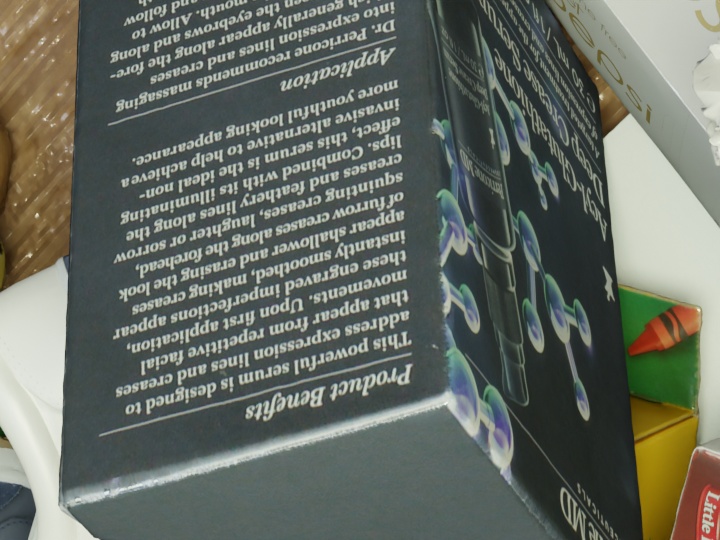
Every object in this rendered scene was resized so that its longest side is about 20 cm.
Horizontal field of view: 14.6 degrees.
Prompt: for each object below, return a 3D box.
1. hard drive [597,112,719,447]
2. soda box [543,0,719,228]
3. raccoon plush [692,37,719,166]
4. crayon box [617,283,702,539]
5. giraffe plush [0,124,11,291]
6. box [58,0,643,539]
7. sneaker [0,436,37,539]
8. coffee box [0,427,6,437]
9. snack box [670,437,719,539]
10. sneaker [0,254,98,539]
[{"bbox_3d":[0.116,0.057,0.848,0.132,0.027,0.200,-44,73,27],"label":"hard drive"},{"bbox_3d":[0.080,-0.107,0.816,0.068,0.064,0.200,-35,75,-6],"label":"soda box"},{"bbox_3d":[0.180,0.002,0.716,0.133,0.200,0.097,-14,63,22],"label":"raccoon plush"},{"bbox_3d":[0.034,0.095,0.862,0.126,0.051,0.202,16,111,36],"label":"crayon box"},{"bbox_3d":[-0.191,-0.026,0.959,0.161,0.173,0.201,21,96,5],"label":"giraffe plush"},{"bbox_3d":[0.000,0.000,0.762,0.106,0.149,0.201,-15,54,19],"label":"box"},{"bbox_3d":[-0.094,0.125,0.858,0.070,0.200,0.109,-22,59,25],"label":"sneaker"},{"bbox_3d":[-0.174,0.076,0.964,0.199,0.123,0.044,-6,67,32],"label":"coffee box"},{"bbox_3d":[0.096,0.142,0.812,0.024,0.072,0.202,21,106,29],"label":"snack box"},{"bbox_3d":[-0.062,0.091,0.809,0.070,0.073,0.201,-19,99,1],"label":"sneaker"}]
